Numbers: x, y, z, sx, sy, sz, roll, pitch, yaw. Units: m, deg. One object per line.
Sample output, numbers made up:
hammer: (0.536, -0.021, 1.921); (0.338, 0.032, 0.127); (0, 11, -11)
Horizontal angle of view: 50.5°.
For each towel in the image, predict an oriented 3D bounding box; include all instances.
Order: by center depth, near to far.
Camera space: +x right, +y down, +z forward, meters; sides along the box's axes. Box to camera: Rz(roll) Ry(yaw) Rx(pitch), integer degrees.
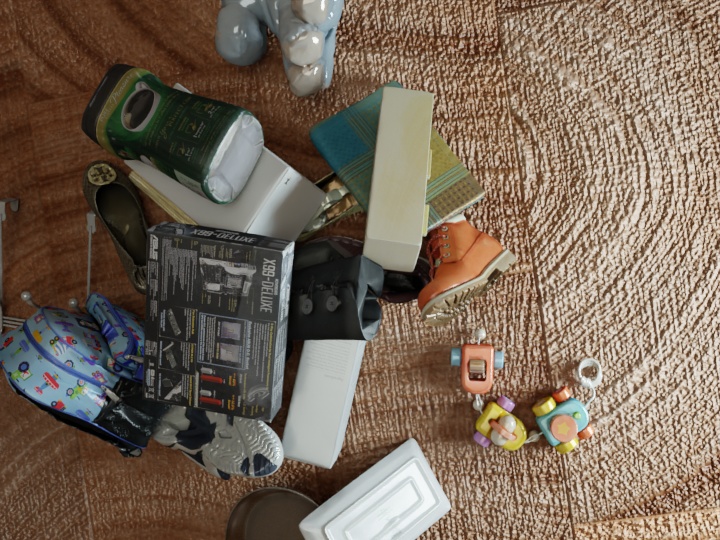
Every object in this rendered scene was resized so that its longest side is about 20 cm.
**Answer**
towel: (0.044, -0.134, 0.958); (0.146, 0.022, 0.201); (-31, 72, -15)

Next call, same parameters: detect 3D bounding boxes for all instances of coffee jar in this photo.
coffee jar: (-0.213, -0.156, 0.854); (0.198, 0.085, 0.105); (25, 81, 21)

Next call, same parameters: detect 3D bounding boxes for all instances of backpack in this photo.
backpack: (-0.336, 0.111, 0.942); (0.199, 0.182, 0.135); (36, 90, -39)

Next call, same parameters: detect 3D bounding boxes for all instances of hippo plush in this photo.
hippo plush: (-0.108, -0.327, 0.948); (0.158, 0.159, 0.203); (13, 93, 5)

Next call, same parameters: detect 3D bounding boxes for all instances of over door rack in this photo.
over door rack: (-0.438, 0.006, 1.038); (0.145, 0.067, 0.203); (8, 92, 5)

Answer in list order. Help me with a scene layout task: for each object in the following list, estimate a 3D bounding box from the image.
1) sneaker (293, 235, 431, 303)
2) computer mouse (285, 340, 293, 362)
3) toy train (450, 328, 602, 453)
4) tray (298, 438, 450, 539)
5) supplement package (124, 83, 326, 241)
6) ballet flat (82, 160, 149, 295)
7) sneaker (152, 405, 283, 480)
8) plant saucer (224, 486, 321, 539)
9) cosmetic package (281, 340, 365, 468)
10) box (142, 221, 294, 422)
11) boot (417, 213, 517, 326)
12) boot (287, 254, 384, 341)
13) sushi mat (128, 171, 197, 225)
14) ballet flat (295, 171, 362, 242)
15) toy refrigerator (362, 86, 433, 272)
sneaker: (0.000, 0.000, 0.964); (0.197, 0.116, 0.077); (5, 95, 6)
computer mouse: (-0.192, 0.068, 1.020); (0.140, 0.046, 0.201); (-36, 90, 11)
toy train: (0.210, 0.160, 0.977); (0.197, 0.056, 0.153); (7, 92, 6)
tray: (0.026, 0.307, 0.959); (0.199, 0.022, 0.108); (-29, 89, -32)
supplement package: (-0.165, -0.113, 0.941); (0.199, 0.121, 0.120); (37, 93, 22)
ballet flat: (-0.312, -0.062, 1.010); (0.067, 0.046, 0.202); (-22, 79, -20)
sneaker: (-0.160, 0.226, 0.978); (0.197, 0.130, 0.081); (2, 66, 28)
plant saucer: (-0.088, 0.373, 0.999); (0.197, 0.032, 0.203); (6, 104, 26)
cosmetic package: (-0.041, 0.137, 0.981); (0.070, 0.101, 0.203); (13, 92, 6)
box: (-0.160, 0.057, 0.852); (0.155, 0.050, 0.203); (8, 105, 8)
boot: (0.106, -0.005, 0.928); (0.107, 0.199, 0.075); (47, 126, 8)
boot: (-0.063, 0.077, 0.898); (0.198, 0.065, 0.168); (-8, 82, 31)
sushi mat: (-0.216, -0.097, 1.039); (0.199, 0.012, 0.096); (40, 94, 4)
ballet flat: (-0.025, -0.102, 0.991); (0.199, 0.071, 0.071); (-32, 88, 6)
toy refrigerator: (0.047, -0.107, 0.894); (0.069, 0.076, 0.203); (8, 66, -1)
